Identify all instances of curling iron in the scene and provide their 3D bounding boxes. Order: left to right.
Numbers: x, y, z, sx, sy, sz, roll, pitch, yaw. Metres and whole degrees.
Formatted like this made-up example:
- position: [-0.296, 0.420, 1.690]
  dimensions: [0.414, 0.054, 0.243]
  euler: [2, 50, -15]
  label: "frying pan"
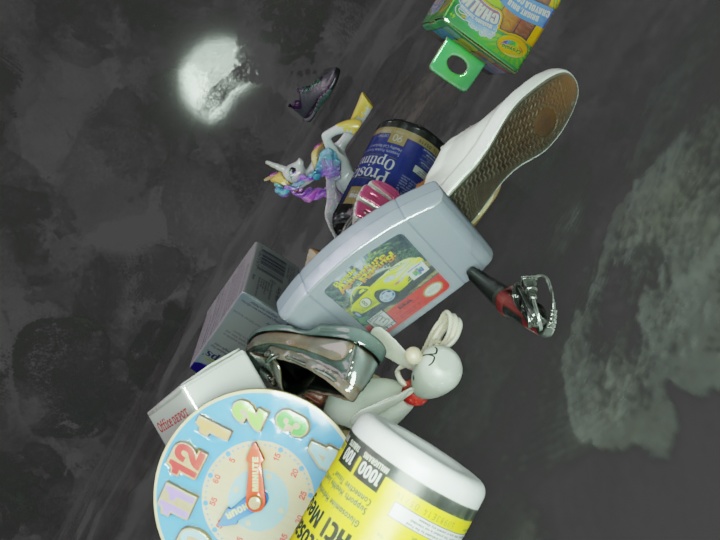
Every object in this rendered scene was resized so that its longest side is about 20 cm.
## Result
- position: [0.129, 0.018, 0.783]
  dimensions: [0.200, 0.025, 0.051]
  euler: [-135, 40, -79]
  label: "curling iron"

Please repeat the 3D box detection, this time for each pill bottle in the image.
- position: [-0.001, 0.219, 0.663]
  dimensions: [0.202, 0.111, 0.112]
  euler: [-60, 14, -3]
  label: "pill bottle"
- position: [0.031, -0.082, 1.153]
  dimensions: [0.202, 0.111, 0.112]
  euler: [-64, 15, -17]
  label: "pill bottle"

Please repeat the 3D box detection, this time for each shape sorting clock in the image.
- position: [-0.094, 0.211, 0.826]
  dimensions: [0.202, 0.198, 0.039]
  euler: [-58, -4, 3]
  label: "shape sorting clock"

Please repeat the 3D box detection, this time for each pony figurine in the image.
- position: [-0.024, -0.140, 1.368]
  dimensions: [0.199, 0.194, 0.167]
  euler: [-34, 25, 15]
  label: "pony figurine"

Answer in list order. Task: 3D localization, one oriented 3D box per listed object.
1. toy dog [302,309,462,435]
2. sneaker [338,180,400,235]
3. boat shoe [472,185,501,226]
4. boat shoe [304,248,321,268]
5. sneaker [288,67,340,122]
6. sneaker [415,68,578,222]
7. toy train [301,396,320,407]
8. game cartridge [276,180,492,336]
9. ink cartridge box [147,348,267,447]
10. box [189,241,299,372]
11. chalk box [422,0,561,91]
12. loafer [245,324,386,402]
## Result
- position: [0.009, 0.112, 0.872]
  dimensions: [0.201, 0.095, 0.133]
  euler: [-52, 16, 28]
  label: "toy dog"
- position: [0.000, 0.000, 1.019]
  dimensions: [0.088, 0.073, 0.203]
  euler: [112, 174, -60]
  label: "sneaker"
- position: [0.077, -0.041, 1.006]
  dimensions: [0.201, 0.064, 0.071]
  euler: [-56, 14, 15]
  label: "boat shoe"
- position: [-0.045, 0.016, 1.321]
  dimensions: [0.200, 0.073, 0.070]
  euler: [-150, 79, -77]
  label: "boat shoe"
- position: [-0.139, -0.538, 2.679]
  dimensions: [0.201, 0.087, 0.075]
  euler: [-50, 17, 32]
  label: "sneaker"
- position: [0.130, -0.136, 0.911]
  dimensions: [0.200, 0.073, 0.085]
  euler: [-44, 36, -1]
  label: "sneaker"
- position: [-0.068, 0.127, 1.188]
  dimensions: [0.202, 0.055, 0.150]
  euler: [-61, 15, -3]
  label: "toy train"
- position: [0.021, 0.006, 0.877]
  dimensions: [0.199, 0.133, 0.041]
  euler: [-37, 42, 12]
  label: "game cartridge"
- position: [-0.124, 0.198, 0.927]
  dimensions: [0.084, 0.202, 0.145]
  euler: [-27, -4, -32]
  label: "ink cartridge box"
- position: [-0.212, 0.086, 1.658]
  dimensions: [0.201, 0.104, 0.185]
  euler: [-51, 17, 26]
  label: "box"
- position: [0.167, -0.336, 1.170]
  dimensions: [0.202, 0.123, 0.124]
  euler: [-59, 14, 5]
  label: "chalk box"
- position: [-0.059, 0.092, 0.859]
  dimensions: [0.198, 0.072, 0.064]
  euler: [-11, 48, 51]
  label: "loafer"
